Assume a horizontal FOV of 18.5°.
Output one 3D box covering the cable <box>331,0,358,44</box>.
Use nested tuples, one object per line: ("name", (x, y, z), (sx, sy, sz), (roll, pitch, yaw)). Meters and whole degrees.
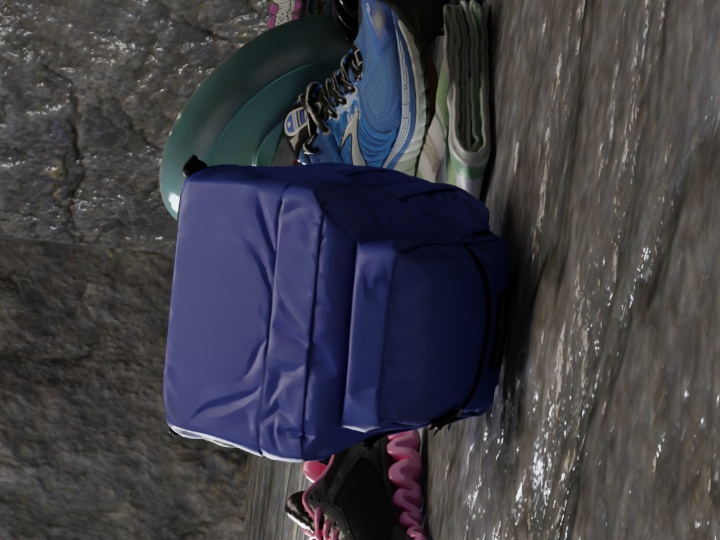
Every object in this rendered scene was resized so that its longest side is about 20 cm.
("cable", (0.031, -0.261, 1.608), (0.163, 0.051, 0.201), (57, -132, -50))

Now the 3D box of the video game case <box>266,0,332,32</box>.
("video game case", (-0.015, -0.173, 1.766), (0.200, 0.036, 0.182), (34, -120, -60))

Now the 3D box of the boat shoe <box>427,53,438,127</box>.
("boat shoe", (0.016, -0.075, 1.655), (0.069, 0.073, 0.201), (-104, 22, -73))

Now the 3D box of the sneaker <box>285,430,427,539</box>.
("sneaker", (-0.004, 0.179, 1.489), (0.200, 0.095, 0.079), (-94, 13, -54))

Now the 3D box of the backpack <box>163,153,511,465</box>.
("backpack", (0.002, 0.027, 1.244), (0.200, 0.167, 0.163), (-7, -70, -62))

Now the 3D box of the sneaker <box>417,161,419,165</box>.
("sneaker", (0.000, 0.000, 1.590), (0.089, 0.078, 0.201), (-51, -37, -70))

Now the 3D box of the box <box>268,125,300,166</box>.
("box", (-0.050, -0.002, 1.642), (0.200, 0.048, 0.118), (91, -168, -48))

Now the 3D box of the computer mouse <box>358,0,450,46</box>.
("computer mouse", (0.047, -0.220, 1.527), (0.200, 0.046, 0.141), (-33, -52, -70))

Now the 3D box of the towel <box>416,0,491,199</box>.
("towel", (0.055, -0.060, 1.459), (0.200, 0.031, 0.150), (102, 173, -49))

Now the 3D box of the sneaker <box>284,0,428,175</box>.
("sneaker", (-0.003, -0.100, 1.438), (0.079, 0.089, 0.201), (-93, 9, -50))

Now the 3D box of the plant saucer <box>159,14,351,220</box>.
("plant saucer", (-0.059, -0.100, 1.641), (0.027, 0.200, 0.201), (46, 144, 32))
